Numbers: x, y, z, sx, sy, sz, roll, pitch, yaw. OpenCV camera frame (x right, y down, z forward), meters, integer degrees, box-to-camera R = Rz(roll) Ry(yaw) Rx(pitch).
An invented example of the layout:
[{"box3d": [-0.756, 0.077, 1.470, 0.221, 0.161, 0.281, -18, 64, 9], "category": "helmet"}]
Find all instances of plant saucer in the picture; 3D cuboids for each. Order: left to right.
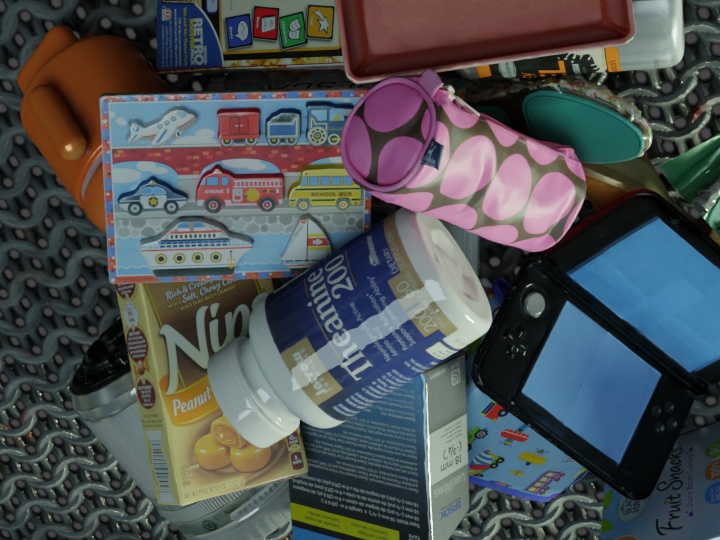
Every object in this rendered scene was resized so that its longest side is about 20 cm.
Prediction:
[{"box3d": [0.075, -0.239, 1.084, 0.199, 0.037, 0.201, -8, 94, 2], "category": "plant saucer"}]

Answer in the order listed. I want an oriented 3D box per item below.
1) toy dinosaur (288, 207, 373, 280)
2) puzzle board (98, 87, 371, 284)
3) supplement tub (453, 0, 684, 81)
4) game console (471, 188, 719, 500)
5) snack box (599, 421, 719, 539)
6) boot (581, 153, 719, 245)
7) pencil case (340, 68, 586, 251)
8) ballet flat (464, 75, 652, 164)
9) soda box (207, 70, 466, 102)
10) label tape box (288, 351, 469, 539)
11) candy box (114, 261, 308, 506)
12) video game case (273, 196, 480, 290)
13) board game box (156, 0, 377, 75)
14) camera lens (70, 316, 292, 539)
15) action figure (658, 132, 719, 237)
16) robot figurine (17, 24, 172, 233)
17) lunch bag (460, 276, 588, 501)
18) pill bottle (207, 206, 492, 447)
[{"box3d": [0.000, 0.000, 1.312, 0.135, 0.103, 0.200, -14, 136, 34], "category": "toy dinosaur"}, {"box3d": [-0.090, -0.060, 1.180, 0.199, 0.017, 0.152, -2, 116, -6], "category": "puzzle board"}, {"box3d": [0.135, -0.204, 1.170, 0.199, 0.123, 0.123, -2, 117, 13], "category": "supplement tub"}, {"box3d": [0.215, 0.063, 1.232, 0.200, 0.173, 0.118, 36, 161, -22], "category": "game console"}, {"box3d": [0.300, 0.195, 1.318, 0.199, 0.169, 0.068, -25, 109, 21], "category": "snack box"}, {"box3d": [0.212, -0.021, 1.282, 0.200, 0.071, 0.145, 21, 125, 5], "category": "boot"}, {"box3d": [0.081, -0.075, 1.128, 0.091, 0.199, 0.094, 42, 106, 37], "category": "pencil case"}, {"box3d": [0.132, -0.125, 1.221, 0.199, 0.064, 0.076, 6, 133, 26], "category": "ballet flat"}, {"box3d": [-0.017, -0.115, 1.230, 0.199, 0.064, 0.069, 7, 113, 27], "category": "soda box"}, {"box3d": [0.012, 0.157, 1.289, 0.144, 0.063, 0.201, 9, 109, 36], "category": "label tape box"}, {"box3d": [-0.119, 0.075, 1.261, 0.055, 0.115, 0.201, -9, 91, 60], "category": "candy box"}, {"box3d": [0.011, -0.030, 1.343, 0.181, 0.024, 0.201, 5, 119, 9], "category": "video game case"}, {"box3d": [-0.063, -0.223, 1.176, 0.199, 0.046, 0.153, 3, 95, 33], "category": "board game box"}, {"box3d": [-0.138, 0.123, 1.373, 0.159, 0.160, 0.200, -30, 108, 23], "category": "camera lens"}, {"box3d": [0.335, -0.105, 1.194, 0.200, 0.055, 0.118, -45, 107, 2], "category": "action figure"}, {"box3d": [-0.191, -0.106, 1.266, 0.200, 0.116, 0.144, 52, 164, 24], "category": "robot figurine"}, {"box3d": [0.151, 0.123, 1.356, 0.199, 0.094, 0.151, 28, 120, -25], "category": "lunch bag"}, {"box3d": [-0.012, 0.047, 1.181, 0.199, 0.111, 0.111, -33, 107, 15], "category": "pill bottle"}]
